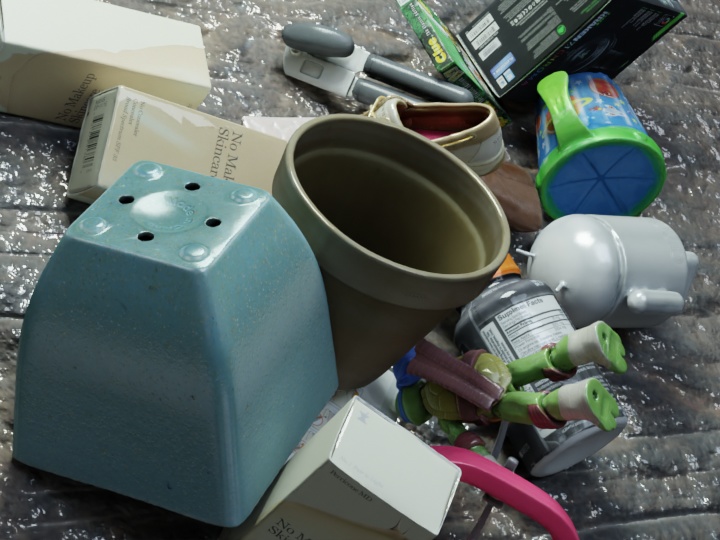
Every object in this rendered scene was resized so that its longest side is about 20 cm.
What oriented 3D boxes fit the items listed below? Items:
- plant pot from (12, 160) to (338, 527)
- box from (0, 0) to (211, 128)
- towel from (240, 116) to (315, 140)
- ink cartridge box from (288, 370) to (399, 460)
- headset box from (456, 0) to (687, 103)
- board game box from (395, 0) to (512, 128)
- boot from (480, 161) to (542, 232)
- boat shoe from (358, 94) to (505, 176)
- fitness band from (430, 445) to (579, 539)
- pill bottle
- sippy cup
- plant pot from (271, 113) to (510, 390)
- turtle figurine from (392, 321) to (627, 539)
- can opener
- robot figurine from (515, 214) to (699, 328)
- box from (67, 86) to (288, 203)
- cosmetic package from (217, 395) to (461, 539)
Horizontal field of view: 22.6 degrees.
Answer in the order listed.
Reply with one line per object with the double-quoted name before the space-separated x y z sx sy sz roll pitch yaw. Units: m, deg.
"plant pot" -0.138 0.035 1.354 0.196 0.200 0.196 15 37 18
"box" -0.243 -0.183 1.592 0.200 0.095 0.078 9 52 -31
"towel" -0.010 -0.061 1.720 0.191 0.032 0.200 -2 57 -38
"ink cartridge box" -0.062 0.119 1.519 0.173 0.044 0.200 37 41 -9
"headset box" 0.234 -0.265 1.948 0.200 0.174 0.093 0 54 -58
"board game box" 0.097 -0.219 1.866 0.105 0.023 0.200 63 13 22
"boot" 0.124 -0.058 1.771 0.200 0.064 0.187 21 38 -46
"boat shoe" 0.034 -0.131 1.675 0.199 0.069 0.074 -1 46 5
"fitness band" 0.087 0.225 1.472 0.200 0.144 0.037 31 14 -18
"pill bottle" 0.156 0.082 1.674 0.106 0.106 0.200 -10 63 -43
"sippy cup" 0.243 -0.136 1.908 0.139 0.178 0.131 -1 47 -9
"plant pot" 0.000 0.000 1.489 0.200 0.174 0.200 18 35 -13
"turtle figurine" 0.139 0.130 1.534 0.144 0.194 0.200 -26 96 -57
"can opener" 0.013 -0.192 1.775 0.200 0.067 0.053 22 81 13
"robot figurine" 0.248 0.001 1.808 0.200 0.113 0.170 1 21 -38
"box" -0.142 -0.084 1.564 0.200 0.078 0.095 15 79 -27
"cosmetic package" -0.025 0.194 1.364 0.103 0.200 0.073 35 42 -8
